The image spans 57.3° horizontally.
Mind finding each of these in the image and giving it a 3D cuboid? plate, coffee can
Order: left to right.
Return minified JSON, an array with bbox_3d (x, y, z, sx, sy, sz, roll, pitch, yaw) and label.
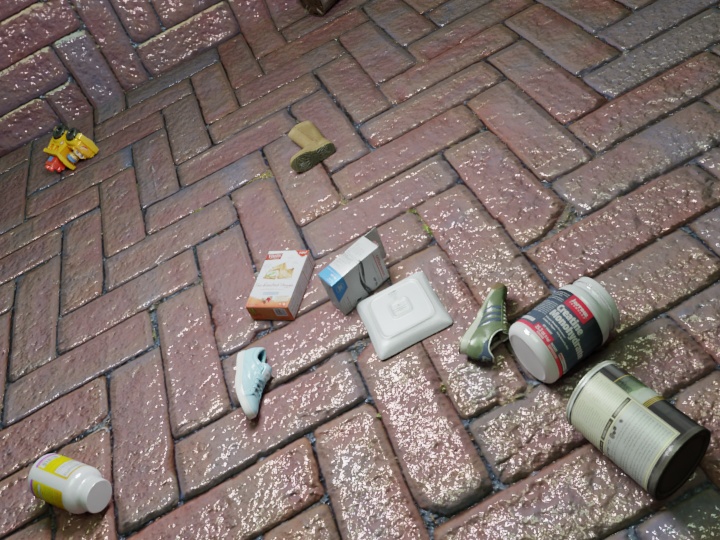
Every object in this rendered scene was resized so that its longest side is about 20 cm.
[{"bbox_3d":[0.100,0.098,1.606,0.196,0.033,0.202,-27,43,0],"label":"plate"},{"bbox_3d":[0.487,0.279,1.169,0.145,0.148,0.200,-36,44,-12],"label":"coffee can"}]

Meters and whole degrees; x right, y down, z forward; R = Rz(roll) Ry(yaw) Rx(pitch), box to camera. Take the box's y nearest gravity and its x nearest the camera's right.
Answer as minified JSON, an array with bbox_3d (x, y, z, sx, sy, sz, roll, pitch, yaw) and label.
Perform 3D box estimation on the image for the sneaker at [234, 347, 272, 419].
[{"bbox_3d":[-0.253,0.260,1.586,0.080,0.075,0.203,-22,44,7],"label":"sneaker"}]

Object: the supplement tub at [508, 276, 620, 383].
[{"bbox_3d":[0.418,0.121,1.356,0.198,0.142,0.140,-34,44,-10],"label":"supplement tub"}]

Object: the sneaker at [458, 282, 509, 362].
[{"bbox_3d":[0.302,0.122,1.471,0.088,0.068,0.202,21,60,29],"label":"sneaker"}]

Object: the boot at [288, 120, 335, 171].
[{"bbox_3d":[-0.194,-0.419,2.218,0.172,0.067,0.200,-25,43,-18],"label":"boot"}]

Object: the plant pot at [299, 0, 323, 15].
[{"bbox_3d":[-0.167,-1.250,2.914,0.197,0.201,0.200,20,67,37],"label":"plant pot"}]

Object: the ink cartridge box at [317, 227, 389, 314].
[{"bbox_3d":[0.000,0.000,1.684,0.199,0.117,0.068,-41,46,-15],"label":"ink cartridge box"}]

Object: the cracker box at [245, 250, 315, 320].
[{"bbox_3d":[-0.216,0.037,1.793,0.130,0.058,0.203,-2,48,23],"label":"cracker box"}]

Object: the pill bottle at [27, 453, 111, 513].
[{"bbox_3d":[-0.672,0.499,1.531,0.195,0.105,0.106,7,51,30],"label":"pill bottle"}]

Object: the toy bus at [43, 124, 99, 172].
[{"bbox_3d":[-1.205,-0.481,2.707,0.196,0.136,0.195,16,69,32],"label":"toy bus"}]
